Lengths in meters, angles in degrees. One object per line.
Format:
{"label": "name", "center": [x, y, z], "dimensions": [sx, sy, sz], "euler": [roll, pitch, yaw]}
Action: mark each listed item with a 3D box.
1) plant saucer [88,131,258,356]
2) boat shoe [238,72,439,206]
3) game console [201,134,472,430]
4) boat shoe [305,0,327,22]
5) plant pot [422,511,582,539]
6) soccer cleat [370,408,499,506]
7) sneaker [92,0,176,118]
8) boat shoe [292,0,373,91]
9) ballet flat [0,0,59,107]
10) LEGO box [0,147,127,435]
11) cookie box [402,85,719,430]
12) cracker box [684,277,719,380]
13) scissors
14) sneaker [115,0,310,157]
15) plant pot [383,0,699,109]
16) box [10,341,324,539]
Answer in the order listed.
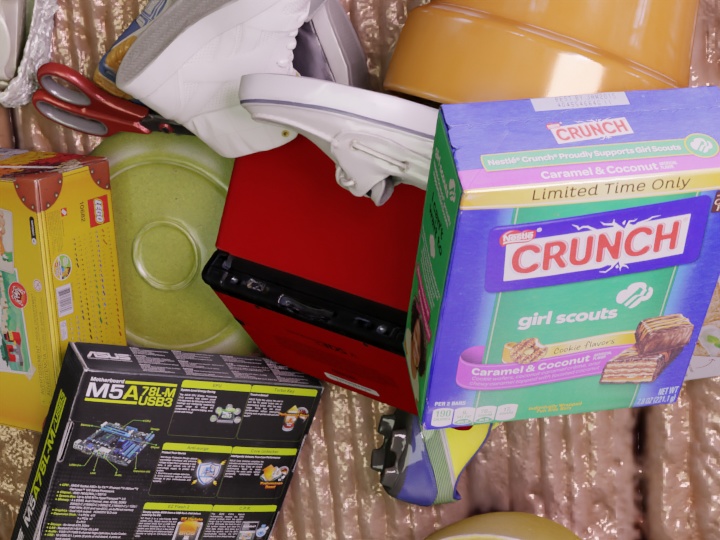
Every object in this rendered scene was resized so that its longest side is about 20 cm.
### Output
{"label": "plant saucer", "center": [-0.144, -0.015, 1.186], "dimensions": [0.198, 0.031, 0.202], "euler": [4, 106, 16]}
{"label": "boat shoe", "center": [0.014, -0.074, 0.965], "dimensions": [0.198, 0.072, 0.066], "euler": [15, 91, 5]}
{"label": "game console", "center": [0.000, 0.000, 1.083], "dimensions": [0.199, 0.119, 0.173], "euler": [18, 155, 36]}
{"label": "boat shoe", "center": [0.019, -0.242, 1.037], "dimensions": [0.068, 0.075, 0.200], "euler": [39, 99, 2]}
{"label": "plant pot", "center": [0.110, 0.255, 1.126], "dimensions": [0.198, 0.142, 0.202], "euler": [4, 107, 15]}
{"label": "soccer cleat", "center": [0.071, 0.081, 1.143], "dimensions": [0.083, 0.065, 0.202], "euler": [13, 106, -19]}
{"label": "sneaker", "center": [-0.120, -0.184, 1.117], "dimensions": [0.075, 0.089, 0.199], "euler": [31, 137, -26]}
{"label": "boat shoe", "center": [-0.014, -0.095, 1.102], "dimensions": [0.060, 0.074, 0.202], "euler": [-20, 96, 20]}
{"label": "ballet flat", "center": [-0.255, -0.216, 1.144], "dimensions": [0.071, 0.072, 0.202], "euler": [9, 107, 14]}
{"label": "LEGO box", "center": [-0.259, 0.015, 1.180], "dimensions": [0.148, 0.077, 0.202], "euler": [8, 108, 35]}
{"label": "cookie box", "center": [0.119, -0.004, 0.903], "dimensions": [0.169, 0.076, 0.201], "euler": [-5, 136, -11]}
{"label": "cracker box", "center": [0.242, 0.010, 1.030], "dimensions": [0.198, 0.058, 0.134], "euler": [-11, 140, 19]}
{"label": "scissors", "center": [-0.153, -0.107, 1.146], "dimensions": [0.198, 0.014, 0.073], "euler": [18, 150, 4]}
{"label": "sneaker", "center": [-0.056, -0.151, 1.021], "dimensions": [0.115, 0.074, 0.199], "euler": [36, 130, -29]}
{"label": "plant pot", "center": [0.135, -0.172, 0.985], "dimensions": [0.198, 0.200, 0.185], "euler": [19, 94, 10]}
{"label": "box", "center": [-0.147, 0.153, 1.162], "dimensions": [0.198, 0.048, 0.195], "euler": [6, 112, -31]}
